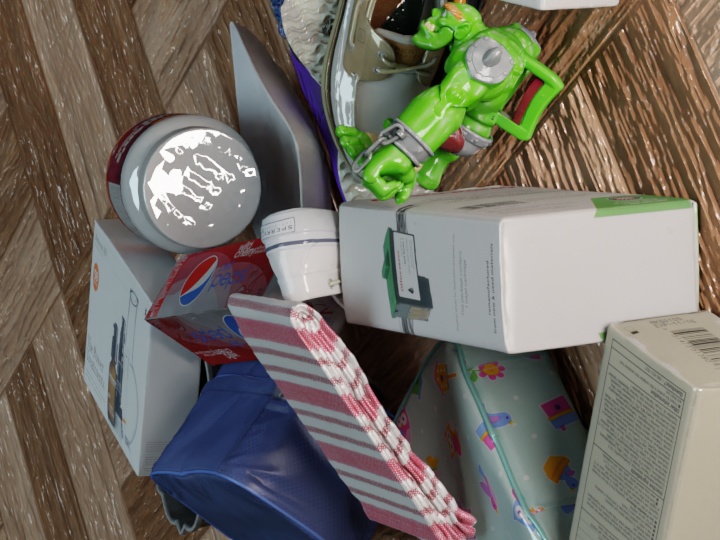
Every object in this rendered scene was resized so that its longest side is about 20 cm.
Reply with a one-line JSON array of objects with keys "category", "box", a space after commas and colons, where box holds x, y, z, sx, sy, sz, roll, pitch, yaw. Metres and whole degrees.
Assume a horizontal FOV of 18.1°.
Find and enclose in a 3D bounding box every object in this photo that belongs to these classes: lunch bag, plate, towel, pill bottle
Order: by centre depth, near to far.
[{"category": "towel", "box": [-0.009, 0.095, 1.499, 0.200, 0.030, 0.146, 56, 163, -14]}, {"category": "lunch bag", "box": [0.095, 0.146, 1.516, 0.161, 0.077, 0.200, 112, 143, -49]}, {"category": "lunch bag", "box": [-0.049, 0.133, 1.690, 0.200, 0.136, 0.133, -6, 49, 60]}, {"category": "plate", "box": [-0.056, -0.066, 1.737, 0.200, 0.032, 0.200, -119, 19, -52]}, {"category": "pill bottle", "box": [-0.139, -0.069, 1.783, 0.200, 0.109, 0.110, -163, 69, -77]}]

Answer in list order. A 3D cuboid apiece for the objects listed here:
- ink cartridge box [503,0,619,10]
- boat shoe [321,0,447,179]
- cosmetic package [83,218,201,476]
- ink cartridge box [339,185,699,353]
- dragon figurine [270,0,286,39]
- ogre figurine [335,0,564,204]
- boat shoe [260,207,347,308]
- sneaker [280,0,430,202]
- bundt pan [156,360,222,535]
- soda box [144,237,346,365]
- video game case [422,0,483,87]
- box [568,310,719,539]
[{"category": "ink cartridge box", "box": [0.109, -0.271, 1.413, 0.116, 0.067, 0.201, 23, 115, 53]}, {"category": "boat shoe", "box": [0.020, -0.157, 1.559, 0.068, 0.074, 0.201, -158, 66, -64]}, {"category": "cosmetic package", "box": [-0.181, 0.060, 1.865, 0.200, 0.051, 0.151, -134, 48, -62]}, {"category": "ink cartridge box", "box": [0.095, -0.005, 1.418, 0.200, 0.146, 0.085, 8, 102, 61]}, {"category": "dragon figurine", "box": [-0.067, -0.270, 1.744, 0.099, 0.059, 0.201, -20, 78, 60]}, {"category": "ogre figurine", "box": [0.061, -0.107, 1.452, 0.120, 0.200, 0.098, -46, 69, 17]}, {"category": "boat shoe", "box": [0.000, 0.000, 1.540, 0.073, 0.200, 0.067, -13, 80, 38]}, {"category": "sneaker", "box": [-0.001, -0.116, 1.657, 0.100, 0.069, 0.201, -154, 44, -86]}, {"category": "bundt pan", "box": [-0.117, 0.116, 1.872, 0.202, 0.075, 0.203, 179, 90, -71]}, {"category": "soda box", "box": [-0.079, 0.023, 1.656, 0.200, 0.070, 0.064, -8, 50, 61]}, {"category": "video game case", "box": [0.048, -0.231, 1.587, 0.143, 0.019, 0.200, 55, 141, 41]}, {"category": "box", "box": [0.186, 0.135, 1.350, 0.095, 0.077, 0.201, 41, 130, 50]}]
